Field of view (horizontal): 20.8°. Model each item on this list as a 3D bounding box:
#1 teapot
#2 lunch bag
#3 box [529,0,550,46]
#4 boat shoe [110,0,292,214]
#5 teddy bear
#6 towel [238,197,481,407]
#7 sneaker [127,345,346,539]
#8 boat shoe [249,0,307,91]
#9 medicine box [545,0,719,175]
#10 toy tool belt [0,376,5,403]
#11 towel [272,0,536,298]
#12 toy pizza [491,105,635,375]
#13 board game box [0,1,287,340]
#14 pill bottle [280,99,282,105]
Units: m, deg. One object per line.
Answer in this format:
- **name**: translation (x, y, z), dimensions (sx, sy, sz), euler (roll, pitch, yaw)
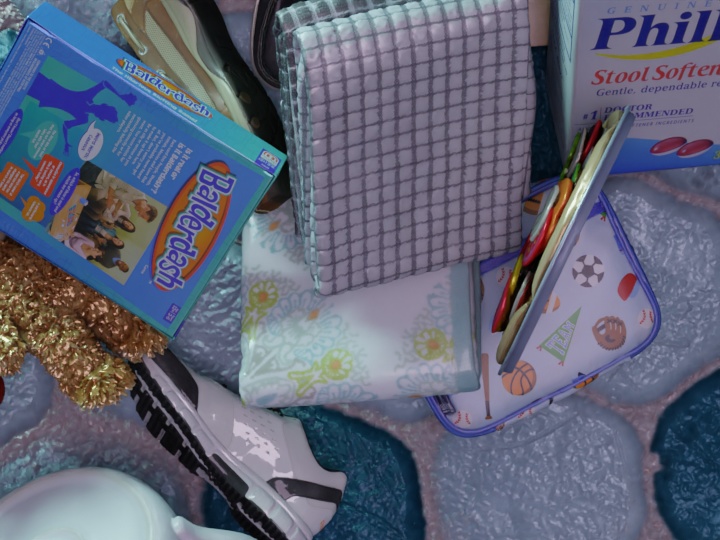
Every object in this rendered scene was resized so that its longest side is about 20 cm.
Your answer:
- **teapot**: translation (-0.195, 0.250, 1.435), dimensions (0.198, 0.199, 0.146), euler (-56, 141, -29)
- **lunch bag**: translation (0.109, 0.022, 1.454), dimensions (0.199, 0.076, 0.161), euler (-26, 96, 0)
- **box**: translation (0.180, -0.269, 1.444), dimensions (0.162, 0.021, 0.201), euler (-4, 99, -1)
- **boat shoe**: translation (-0.115, -0.127, 1.417), dimensions (0.074, 0.076, 0.201), euler (-31, 77, 15)
- **teddy bear**: translation (-0.231, 0.016, 1.416), dimensions (0.145, 0.067, 0.200), euler (-36, 79, -22)
- **towel**: translation (0.000, 0.000, 1.402), dimensions (0.170, 0.048, 0.201), euler (-6, 63, 11)
- **sneaker**: translation (-0.094, 0.123, 1.469), dimensions (0.200, 0.074, 0.080), euler (48, 65, -2)
- **boat shoe**: translation (-0.028, -0.225, 1.419), dimensions (0.071, 0.068, 0.201), euler (25, 98, -5)
- **medicine box**: translation (0.228, -0.173, 1.368), dimensions (0.181, 0.103, 0.201), euler (-5, 140, -2)
- **toy tool belt**: translation (-0.362, 0.060, 1.430), dimensions (0.200, 0.125, 0.123), euler (42, 125, -4)
- **towel**: translation (0.030, -0.095, 1.302), dimensions (0.165, 0.086, 0.201), euler (-14, 125, -16)
- **toy pizza**: translation (0.129, -0.023, 1.319), dimensions (0.032, 0.200, 0.201), euler (26, 96, 5)
- **board game box**: translation (-0.173, -0.067, 1.360), dimensions (0.199, 0.045, 0.152), euler (33, 114, -4)
- **pill bottle**: translation (0.033, -0.173, 1.384), dimensions (0.112, 0.112, 0.200), euler (37, 89, -7)
